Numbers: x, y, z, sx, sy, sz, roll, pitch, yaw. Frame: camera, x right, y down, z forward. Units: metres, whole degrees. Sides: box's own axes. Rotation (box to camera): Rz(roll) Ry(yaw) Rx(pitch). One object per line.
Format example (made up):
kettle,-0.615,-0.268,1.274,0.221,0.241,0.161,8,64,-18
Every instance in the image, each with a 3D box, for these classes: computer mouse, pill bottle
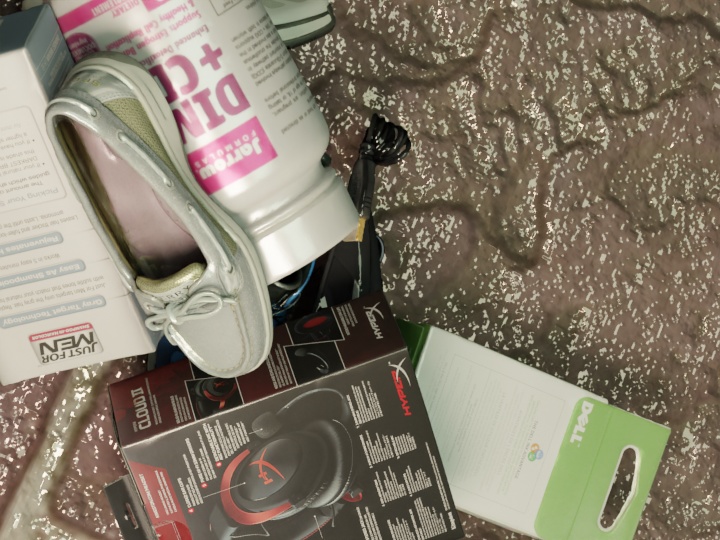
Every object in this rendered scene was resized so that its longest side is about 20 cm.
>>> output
computer mouse,0.000,0.000,1.365,0.046,0.140,0.201,16,85,-1
pill bottle,-0.087,-0.094,1.262,0.113,0.113,0.201,-34,102,-20

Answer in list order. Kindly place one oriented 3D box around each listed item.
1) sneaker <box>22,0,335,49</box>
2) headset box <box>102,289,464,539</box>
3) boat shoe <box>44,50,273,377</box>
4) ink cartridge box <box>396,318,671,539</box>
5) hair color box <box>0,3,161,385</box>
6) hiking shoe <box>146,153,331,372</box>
sneaker,-0.111,-0.184,1.343,0.199,0.076,0.116,-8,97,-22
headset box,-0.054,0.119,1.326,0.199,0.075,0.149,-20,121,-2
boat shoe,-0.112,-0.020,1.201,0.203,0.074,0.065,67,30,-25
ink cartridge box,0.098,0.116,1.461,0.199,0.059,0.104,23,84,-24
hair color box,-0.190,-0.040,1.246,0.098,0.061,0.201,-12,118,14
hiking shoe,-0.077,0.019,1.360,0.074,0.087,0.201,17,85,-25
